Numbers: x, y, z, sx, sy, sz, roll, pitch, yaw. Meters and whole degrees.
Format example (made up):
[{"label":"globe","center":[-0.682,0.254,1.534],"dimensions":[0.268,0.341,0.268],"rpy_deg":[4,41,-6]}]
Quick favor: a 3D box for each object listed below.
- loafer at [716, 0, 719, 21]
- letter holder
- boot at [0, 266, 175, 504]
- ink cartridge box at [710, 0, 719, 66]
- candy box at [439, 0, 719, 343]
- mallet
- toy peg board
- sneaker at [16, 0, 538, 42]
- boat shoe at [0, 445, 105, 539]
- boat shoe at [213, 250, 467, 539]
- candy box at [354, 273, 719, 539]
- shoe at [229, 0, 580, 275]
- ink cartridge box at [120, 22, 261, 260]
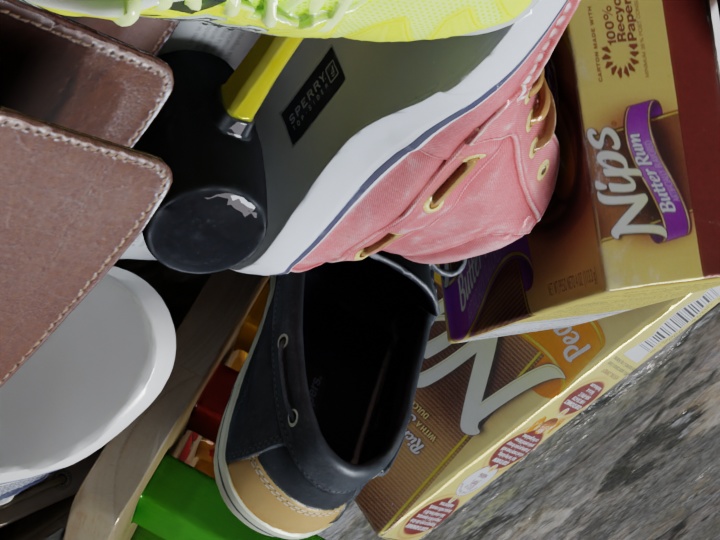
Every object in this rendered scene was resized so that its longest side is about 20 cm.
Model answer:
[{"label":"loafer","center":[0.135,-0.154,0.692],"dimensions":[0.072,0.202,0.071],"rpy_deg":[0,-169,10]},{"label":"letter holder","center":[-0.134,0.000,0.610],"dimensions":[0.200,0.101,0.142],"rpy_deg":[-43,146,22]},{"label":"boot","center":[-0.135,0.048,0.794],"dimensions":[0.199,0.073,0.090],"rpy_deg":[-23,173,26]},{"label":"ink cartridge box","center":[0.188,-0.089,0.830],"dimensions":[0.201,0.125,0.129],"rpy_deg":[-61,179,-39]},{"label":"candy box","center":[0.073,-0.042,0.783],"dimensions":[0.056,0.118,0.200],"rpy_deg":[-7,176,-14]},{"label":"mallet","center":[-0.012,-0.091,0.621],"dimensions":[0.041,0.066,0.201],"rpy_deg":[16,122,-29]},{"label":"toy peg board","center":[-0.038,0.080,0.877],"dimensions":[0.200,0.097,0.200],"rpy_deg":[-60,177,-34]},{"label":"sneaker","center":[-0.044,-0.084,0.528],"dimensions":[0.198,0.077,0.076],"rpy_deg":[10,130,-21]},{"label":"boat shoe","center":[-0.185,0.122,0.907],"dimensions":[0.199,0.065,0.072],"rpy_deg":[-37,161,4]},{"label":"boat shoe","center":[0.000,0.000,0.783],"dimensions":[0.074,0.201,0.062],"rpy_deg":[30,146,-23]},{"label":"candy box","center":[0.061,0.020,1.007],"dimensions":[0.200,0.116,0.055],"rpy_deg":[-39,160,8]},{"label":"shoe","center":[0.032,-0.062,0.665],"dimensions":[0.090,0.072,0.200],"rpy_deg":[-1,152,-35]},{"label":"ink cartridge box","center":[-0.090,-0.070,0.688],"dimensions":[0.198,0.057,0.163],"rpy_deg":[5,140,-31]}]
